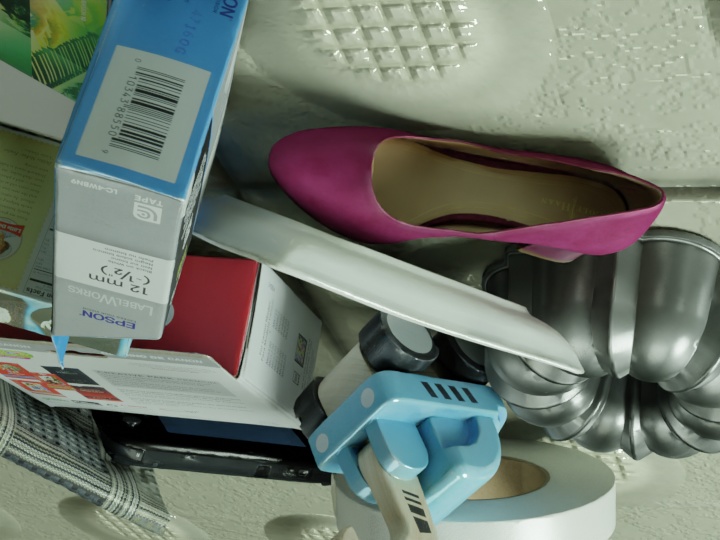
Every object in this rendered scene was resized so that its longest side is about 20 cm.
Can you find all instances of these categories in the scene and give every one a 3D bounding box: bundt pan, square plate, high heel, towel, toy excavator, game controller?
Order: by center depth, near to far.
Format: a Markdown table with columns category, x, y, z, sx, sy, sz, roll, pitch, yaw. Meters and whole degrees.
| category | x | y | z | sx | sy | sz | roll | pitch | yaw |
| --- | --- | --- | --- | --- | --- | --- | --- | --- | --- |
| high heel | 0.056 | -0.050 | 0.743 | 0.200 | 0.067 | 0.096 | 8 | 162 | -20 |
| square plate | 0.000 | 0.000 | 0.802 | 0.200 | 0.028 | 0.198 | 20 | -178 | -28 |
| toy excavator | 0.028 | 0.126 | 0.870 | 0.194 | 0.200 | 0.100 | 12 | 131 | -43 |
| bundt pan | 0.167 | 0.057 | 0.875 | 0.202 | 0.076 | 0.202 | 10 | 152 | 6 |
| towel | -0.228 | 0.106 | 1.057 | 0.192 | 0.035 | 0.200 | 32 | -174 | -20 |
| game controller | -0.102 | 0.124 | 1.071 | 0.200 | 0.104 | 0.042 | 10 | 110 | -24 |

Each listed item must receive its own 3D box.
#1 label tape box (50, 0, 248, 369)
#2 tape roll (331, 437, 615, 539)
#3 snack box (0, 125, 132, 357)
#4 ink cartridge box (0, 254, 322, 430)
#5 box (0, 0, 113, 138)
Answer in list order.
| category | x | y | z | sx | sy | sz | roll | pitch | yaw |
| --- | --- | --- | --- | --- | --- | --- | --- | --- | --- |
| label tape box | -0.110 | -0.047 | 0.731 | 0.066 | 0.143 | 0.200 | 14 | 148 | -3 |
| tape roll | 0.080 | 0.162 | 1.012 | 0.203 | 0.037 | 0.203 | -2 | -170 | 0 |
| snack box | -0.217 | -0.030 | 0.841 | 0.200 | 0.116 | 0.037 | 17 | 142 | -4 |
| ink cartridge box | -0.148 | 0.038 | 0.935 | 0.200 | 0.084 | 0.176 | 4 | 161 | 17 |
| box | -0.223 | -0.139 | 0.739 | 0.200 | 0.036 | 0.144 | 15 | 151 | -4 |
